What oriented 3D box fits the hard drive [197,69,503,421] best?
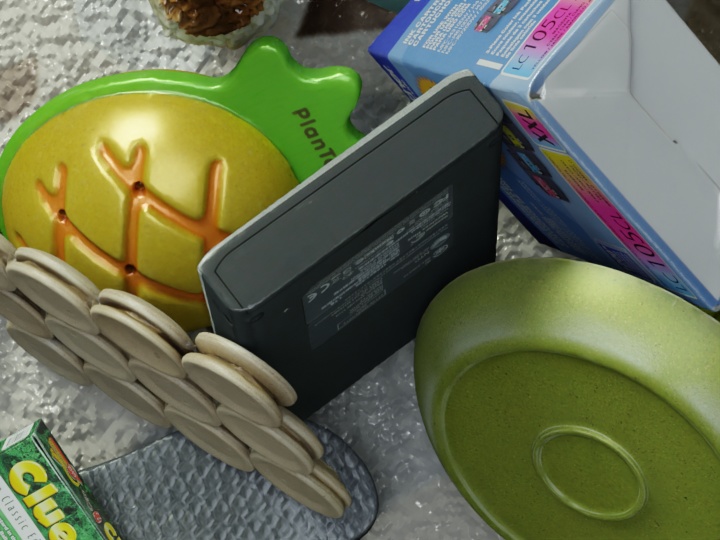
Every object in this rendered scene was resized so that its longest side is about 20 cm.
[{"bbox_3d":[0.000,0.000,1.213,0.139,0.200,0.033,-37,74,-10],"label":"hard drive"}]

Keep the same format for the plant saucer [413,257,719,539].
[{"bbox_3d":[0.106,0.081,1.234,0.199,0.200,0.031,32,51,5],"label":"plant saucer"}]

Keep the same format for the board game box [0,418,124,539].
[{"bbox_3d":[-0.136,0.176,1.299,0.104,0.023,0.200,-28,104,16],"label":"board game box"}]

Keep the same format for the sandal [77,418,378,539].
[{"bbox_3d":[-0.088,0.113,1.321,0.199,0.043,0.077,-10,80,10],"label":"sandal"}]

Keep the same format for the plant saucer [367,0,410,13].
[{"bbox_3d":[0.046,-0.217,1.303,0.199,0.036,0.201,0,90,5],"label":"plant saucer"}]

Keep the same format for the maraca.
[{"bbox_3d":[-0.075,-0.037,1.269,0.199,0.107,0.137,-19,125,25],"label":"maraca"}]

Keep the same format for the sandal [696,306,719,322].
[{"bbox_3d":[0.206,0.036,1.280,0.087,0.079,0.201,-18,80,-31],"label":"sandal"}]

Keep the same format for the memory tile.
[{"bbox_3d":[-0.097,0.039,1.237,0.199,0.153,0.017,26,73,28],"label":"memory tile"}]

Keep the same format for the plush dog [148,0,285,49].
[{"bbox_3d":[-0.066,-0.185,1.246,0.160,0.200,0.173,-3,98,-2],"label":"plush dog"}]

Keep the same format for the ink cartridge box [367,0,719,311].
[{"bbox_3d":[0.091,-0.069,1.224,0.076,0.200,0.136,-46,113,-7],"label":"ink cartridge box"}]
